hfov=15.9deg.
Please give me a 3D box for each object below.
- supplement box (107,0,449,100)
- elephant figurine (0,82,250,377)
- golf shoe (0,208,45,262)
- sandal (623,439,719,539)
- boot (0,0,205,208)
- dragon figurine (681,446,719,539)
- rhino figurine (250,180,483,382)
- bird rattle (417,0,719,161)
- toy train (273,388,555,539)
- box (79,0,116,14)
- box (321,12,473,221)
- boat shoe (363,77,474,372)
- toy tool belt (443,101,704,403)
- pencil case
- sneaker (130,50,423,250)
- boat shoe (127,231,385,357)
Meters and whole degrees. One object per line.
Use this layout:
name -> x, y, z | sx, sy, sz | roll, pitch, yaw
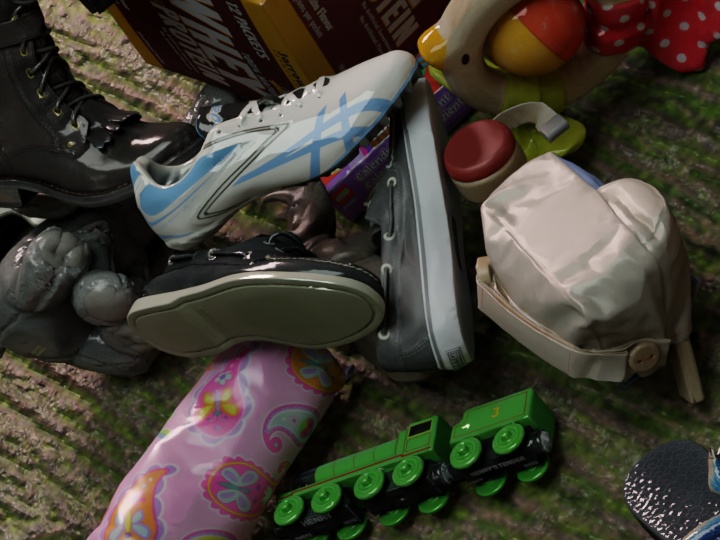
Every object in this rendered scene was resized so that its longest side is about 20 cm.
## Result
supplement box -> -0.050, -0.227, 1.718 | 0.200, 0.133, 0.197 | 21, 67, 39
elephant figurine -> -0.172, -0.035, 1.773 | 0.155, 0.142, 0.200 | 12, 58, 1
golf shoe -> -0.306, -0.012, 1.887 | 0.200, 0.078, 0.097 | -38, 52, 13
sandal -> 0.211, 0.164, 1.406 | 0.076, 0.043, 0.200 | -34, 37, 6
boot -> -0.206, -0.131, 1.658 | 0.200, 0.174, 0.069 | -5, 23, 28
dragon figurine -> 0.240, 0.117, 1.353 | 0.200, 0.059, 0.099 | -40, 39, -25
rhino figurine -> 0.000, 0.000, 1.637 | 0.200, 0.060, 0.087 | 37, 87, 35
bird rattle -> 0.126, -0.140, 1.580 | 0.200, 0.163, 0.113 | -33, 53, 24
toy train -> 0.031, 0.121, 1.565 | 0.200, 0.042, 0.056 | -20, 38, 29
box -> -0.148, -0.281, 1.693 | 0.193, 0.048, 0.200 | -38, 45, -6
box -> -0.007, -0.143, 1.762 | 0.137, 0.039, 0.200 | -43, 45, 8
boat shoe -> 0.030, -0.029, 1.563 | 0.057, 0.069, 0.200 | -12, 58, 11
toy tool belt -> 0.128, -0.001, 1.522 | 0.125, 0.123, 0.200 | -39, 39, -5
pencil case -> -0.089, 0.119, 1.611 | 0.087, 0.087, 0.200 | 12, 59, 41
sneaker -> -0.054, -0.084, 1.578 | 0.200, 0.072, 0.072 | -30, 16, 15
boat shoe -> -0.057, 0.008, 1.569 | 0.199, 0.075, 0.066 | -13, 44, 46
